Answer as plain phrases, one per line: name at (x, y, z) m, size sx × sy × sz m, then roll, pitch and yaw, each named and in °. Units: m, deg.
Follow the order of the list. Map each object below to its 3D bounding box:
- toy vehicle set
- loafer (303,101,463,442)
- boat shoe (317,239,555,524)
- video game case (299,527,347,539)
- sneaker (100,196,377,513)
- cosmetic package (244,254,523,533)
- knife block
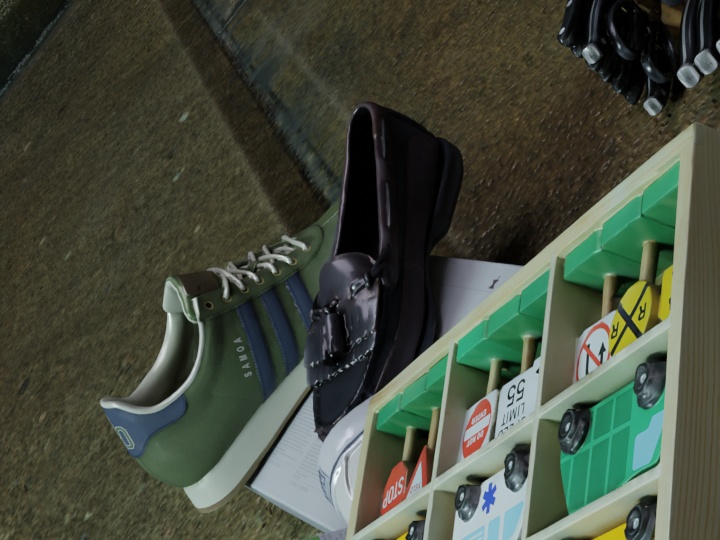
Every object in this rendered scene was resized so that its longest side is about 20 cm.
toy vehicle set at (0.042, 0.062, 0.429) m, size 0.200 × 0.026 × 0.125 m, roll 133°, pitch 150°, yaw -57°
loafer at (0.000, 0.000, 0.810) m, size 0.072 × 0.063 × 0.201 m, roll -28°, pitch 35°, yaw 41°
boat shoe at (0.075, 0.049, 0.684) m, size 0.199 × 0.071 × 0.070 m, roll -35°, pitch 34°, yaw -5°
video game case at (-0.009, 0.146, 0.645) m, size 0.199 × 0.018 × 0.143 m, roll -13°, pitch 21°, yaw -9°
sneaker at (-0.061, 0.023, 0.870) m, size 0.201 × 0.090 × 0.067 m, roll -57°, pitch 20°, yaw -12°
cosmetic package at (0.015, 0.066, 0.838) m, size 0.151 × 0.052 × 0.200 m, roll -59°, pitch 22°, yaw -9°
knife block at (0.176, -0.180, 0.855) m, size 0.200 × 0.064 × 0.175 m, roll -55°, pitch 22°, yaw -2°
